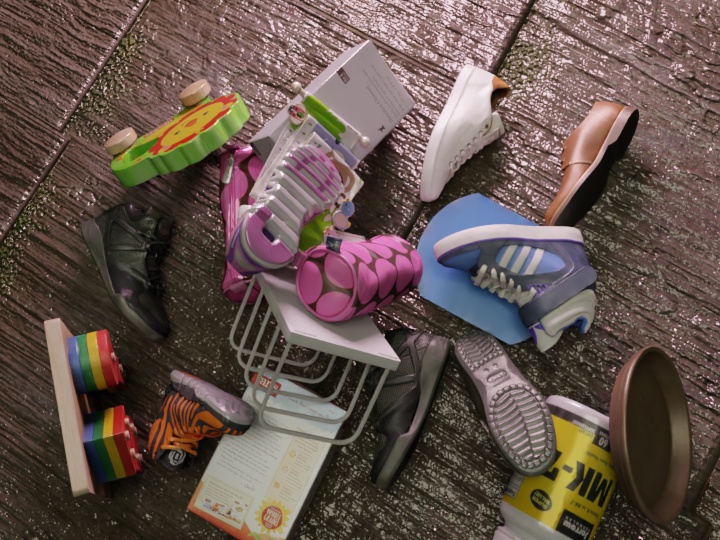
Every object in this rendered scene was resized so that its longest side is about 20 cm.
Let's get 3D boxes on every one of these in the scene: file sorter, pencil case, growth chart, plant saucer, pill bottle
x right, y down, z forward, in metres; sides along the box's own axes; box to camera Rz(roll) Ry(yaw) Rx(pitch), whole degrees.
[{"bbox_3d":[-0.066,0.096,0.997,0.137,0.200,0.126,17,106,-25],"label":"file sorter"},{"bbox_3d":[-0.150,-0.062,1.112,0.089,0.094,0.204,-8,77,10],"label":"pencil case"},{"bbox_3d":[-0.061,-0.107,1.028,0.143,0.018,0.203,28,75,-25],"label":"growth chart"},{"bbox_3d":[0.338,0.190,0.978,0.029,0.198,0.204,-8,74,41],"label":"plant saucer"},{"bbox_3d":[0.235,0.263,0.996,0.113,0.114,0.203,24,82,11],"label":"pill bottle"},{"bbox_3d":[0.000,0.000,1.003,0.093,0.199,0.092,30,106,21],"label":"pencil case"}]

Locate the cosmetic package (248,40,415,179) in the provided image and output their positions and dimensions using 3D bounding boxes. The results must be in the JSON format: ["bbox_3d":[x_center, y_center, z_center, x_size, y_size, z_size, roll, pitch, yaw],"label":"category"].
[{"bbox_3d":[-0.037,-0.191,1.098,0.113,0.081,0.201,49,68,-20],"label":"cosmetic package"}]

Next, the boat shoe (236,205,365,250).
[{"bbox_3d":[-0.069,-0.051,1.071,0.070,0.197,0.071,-15,75,48],"label":"boat shoe"}]

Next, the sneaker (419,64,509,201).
[{"bbox_3d":[0.142,-0.177,1.122,0.083,0.073,0.203,21,80,13],"label":"sneaker"}]

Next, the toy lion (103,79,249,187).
[{"bbox_3d":[-0.240,-0.173,1.108,0.198,0.192,0.069,-32,118,0],"label":"toy lion"}]

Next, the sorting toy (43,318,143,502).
[{"bbox_3d":[-0.323,0.174,1.042,0.068,0.199,0.204,-12,76,-12],"label":"sorting toy"}]

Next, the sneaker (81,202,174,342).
[{"bbox_3d":[-0.289,-0.008,1.133,0.113,0.076,0.201,-32,71,5],"label":"sneaker"}]

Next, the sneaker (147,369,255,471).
[{"bbox_3d":[-0.200,0.200,1.040,0.077,0.199,0.114,25,82,-29],"label":"sneaker"}]

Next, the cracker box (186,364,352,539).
[{"bbox_3d":[-0.113,0.241,1.068,0.132,0.058,0.203,26,83,12],"label":"cracker box"}]

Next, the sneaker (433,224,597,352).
[{"bbox_3d":[0.193,0.026,1.031,0.196,0.081,0.149,-2,72,-7],"label":"sneaker"}]

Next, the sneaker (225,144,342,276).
[{"bbox_3d":[-0.093,-0.065,0.958,0.080,0.088,0.201,43,46,-11],"label":"sneaker"}]

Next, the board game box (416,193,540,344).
[{"bbox_3d":[0.169,-0.001,1.101,0.198,0.039,0.160,28,78,6],"label":"board game box"}]

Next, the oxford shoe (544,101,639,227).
[{"bbox_3d":[0.289,-0.136,1.108,0.071,0.071,0.202,27,75,29],"label":"oxford shoe"}]

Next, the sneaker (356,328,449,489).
[{"bbox_3d":[0.032,0.164,1.054,0.112,0.076,0.203,17,77,12],"label":"sneaker"}]

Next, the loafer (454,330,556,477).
[{"bbox_3d":[0.176,0.162,1.006,0.074,0.070,0.202,-21,48,-1],"label":"loafer"}]
